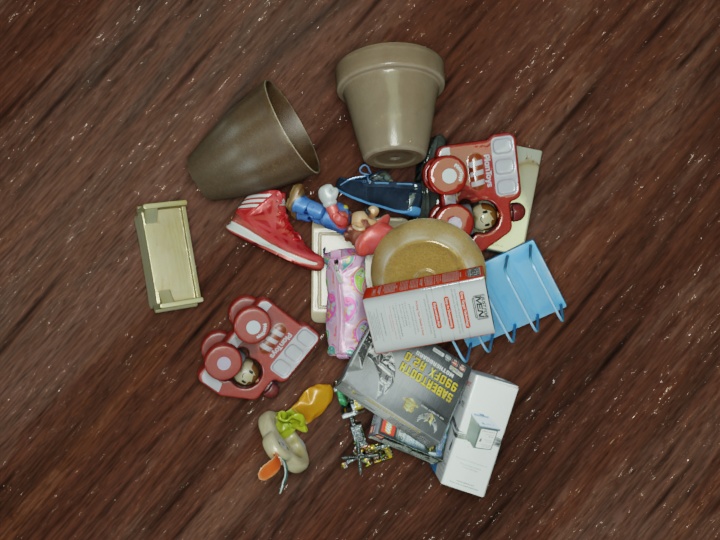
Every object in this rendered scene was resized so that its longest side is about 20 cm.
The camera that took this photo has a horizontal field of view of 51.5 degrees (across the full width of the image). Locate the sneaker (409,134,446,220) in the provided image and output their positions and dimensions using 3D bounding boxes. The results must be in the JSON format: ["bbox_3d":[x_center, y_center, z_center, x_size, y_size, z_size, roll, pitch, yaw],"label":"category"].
[{"bbox_3d":[0.147,-0.154,1.409,0.091,0.076,0.200,7,97,-8],"label":"sneaker"}]

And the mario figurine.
[{"bbox_3d":[-0.024,-0.102,1.327,0.200,0.123,0.106,24,114,13],"label":"mario figurine"}]

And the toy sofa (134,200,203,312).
[{"bbox_3d":[-0.356,-0.026,1.384,0.083,0.098,0.200,-9,88,-27],"label":"toy sofa"}]

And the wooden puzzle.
[{"bbox_3d":[0.000,0.000,1.411,0.185,0.037,0.200,0,93,-1],"label":"wooden puzzle"}]

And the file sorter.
[{"bbox_3d":[0.246,0.059,1.334,0.200,0.123,0.139,-26,97,19],"label":"file sorter"}]

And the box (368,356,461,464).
[{"bbox_3d":[0.102,0.228,1.343,0.137,0.040,0.200,25,59,-16],"label":"box"}]

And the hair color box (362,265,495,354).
[{"bbox_3d":[0.112,0.065,1.222,0.200,0.061,0.102,-10,106,10],"label":"hair color box"}]

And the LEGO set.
[{"bbox_3d":[0.027,0.261,1.359,0.153,0.116,0.200,-9,88,-2],"label":"LEGO set"}]

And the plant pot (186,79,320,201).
[{"bbox_3d":[-0.205,-0.212,1.352,0.200,0.187,0.187,-28,89,11],"label":"plant pot"}]

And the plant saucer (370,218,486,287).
[{"bbox_3d":[0.112,0.013,1.263,0.200,0.035,0.201,4,110,11],"label":"plant saucer"}]

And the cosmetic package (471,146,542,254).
[{"bbox_3d":[0.268,-0.132,1.405,0.103,0.073,0.200,10,89,-1],"label":"cosmetic package"}]

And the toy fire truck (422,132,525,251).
[{"bbox_3d":[0.202,-0.132,1.308,0.168,0.112,0.200,-9,97,0],"label":"toy fire truck"}]

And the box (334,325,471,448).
[{"bbox_3d":[0.077,0.186,1.294,0.200,0.048,0.159,34,57,-4],"label":"box"}]

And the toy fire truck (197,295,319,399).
[{"bbox_3d":[-0.192,0.152,1.370,0.168,0.112,0.200,39,88,-19],"label":"toy fire truck"}]

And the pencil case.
[{"bbox_3d":[-0.025,0.057,1.351,0.087,0.087,0.200,-3,98,-2],"label":"pencil case"}]

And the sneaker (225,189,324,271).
[{"bbox_3d":[-0.141,-0.084,1.378,0.200,0.078,0.116,25,86,7],"label":"sneaker"}]

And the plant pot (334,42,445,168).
[{"bbox_3d":[0.056,-0.280,1.329,0.200,0.200,0.175,-2,80,-2],"label":"plant pot"}]

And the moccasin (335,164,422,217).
[{"bbox_3d":[0.040,-0.149,1.361,0.200,0.080,0.068,20,98,37],"label":"moccasin"}]

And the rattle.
[{"bbox_3d":[-0.104,0.292,1.309,0.143,0.200,0.130,-21,90,2],"label":"rattle"}]

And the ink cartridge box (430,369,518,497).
[{"bbox_3d":[0.203,0.286,1.350,0.086,0.146,0.200,17,87,-2],"label":"ink cartridge box"}]
